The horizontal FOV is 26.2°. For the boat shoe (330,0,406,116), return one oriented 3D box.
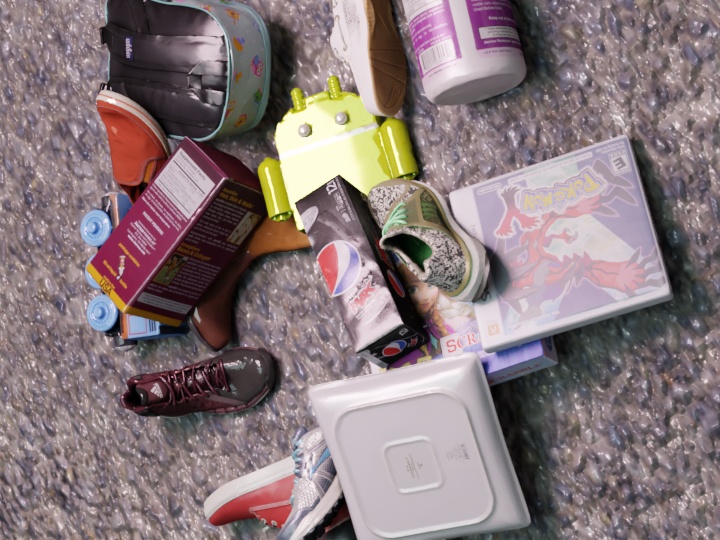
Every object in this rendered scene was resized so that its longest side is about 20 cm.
[{"bbox_3d":[0.001,-0.260,1.745,0.069,0.071,0.201,-19,70,33],"label":"boat shoe"}]

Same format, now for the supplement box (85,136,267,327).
[{"bbox_3d":[-0.207,-0.043,1.789,0.086,0.110,0.200,44,102,28],"label":"supplement box"}]

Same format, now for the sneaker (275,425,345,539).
[{"bbox_3d":[-0.047,0.223,1.725,0.086,0.078,0.200,30,68,10],"label":"sneaker"}]

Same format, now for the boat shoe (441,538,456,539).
[{"bbox_3d":[0.066,0.335,1.694,0.062,0.071,0.201,3,86,18],"label":"boat shoe"}]

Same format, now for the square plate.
[{"bbox_3d":[0.058,0.199,1.626,0.197,0.028,0.201,-14,103,22],"label":"square plate"}]

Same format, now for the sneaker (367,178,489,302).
[{"bbox_3d":[0.052,-0.042,1.607,0.200,0.088,0.077,44,117,46],"label":"sneaker"}]

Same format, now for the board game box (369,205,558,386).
[{"bbox_3d":[0.096,0.033,1.654,0.199,0.041,0.200,-21,64,23],"label":"board game box"}]

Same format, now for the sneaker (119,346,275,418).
[{"bbox_3d":[-0.205,0.143,1.850,0.199,0.115,0.076,-20,79,32],"label":"sneaker"}]

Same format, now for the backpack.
[{"bbox_3d":[-0.194,-0.239,1.819,0.199,0.153,0.177,15,105,41],"label":"backpack"}]

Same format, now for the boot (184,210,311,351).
[{"bbox_3d":[-0.121,-0.014,1.837,0.199,0.068,0.189,-15,71,28],"label":"boot"}]

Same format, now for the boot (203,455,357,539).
[{"bbox_3d":[-0.087,0.299,1.803,0.199,0.072,0.145,-26,78,27],"label":"boot"}]

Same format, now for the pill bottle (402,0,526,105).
[{"bbox_3d":[0.102,-0.287,1.650,0.112,0.112,0.201,-18,80,32],"label":"pill bottle"}]

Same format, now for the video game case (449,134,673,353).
[{"bbox_3d":[0.201,-0.027,1.581,0.199,0.023,0.183,-18,66,15],"label":"video game case"}]

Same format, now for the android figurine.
[{"bbox_3d":[-0.027,-0.120,1.756,0.181,0.041,0.201,-15,81,13],"label":"android figurine"}]

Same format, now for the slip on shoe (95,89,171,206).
[{"bbox_3d":[-0.262,-0.129,1.808,0.074,0.200,0.061,17,55,28],"label":"slip on shoe"}]

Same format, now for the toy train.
[{"bbox_3d":[-0.279,-0.002,1.923,0.114,0.087,0.201,-8,84,24],"label":"toy train"}]

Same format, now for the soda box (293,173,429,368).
[{"bbox_3d":[0.000,0.000,1.653,0.063,0.071,0.201,-32,60,15],"label":"soda box"}]
